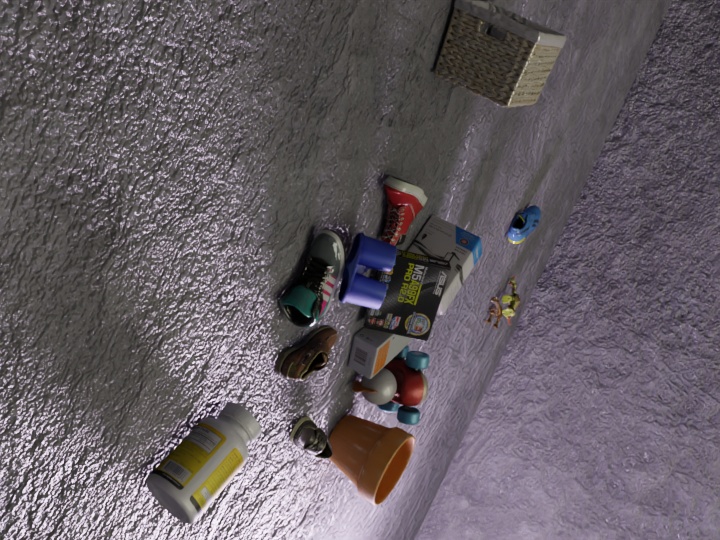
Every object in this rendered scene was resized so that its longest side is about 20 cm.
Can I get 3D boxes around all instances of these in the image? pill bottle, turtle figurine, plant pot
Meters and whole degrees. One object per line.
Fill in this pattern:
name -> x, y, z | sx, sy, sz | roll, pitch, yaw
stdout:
pill bottle -> -0.266, 0.329, 1.358 | 0.200, 0.111, 0.112 | -47, 152, -33
turtle figurine -> 0.581, 0.128, 2.974 | 0.161, 0.064, 0.202 | -26, 124, -65
plant pot -> 0.015, 0.475, 2.030 | 0.200, 0.182, 0.201 | -48, 154, -33

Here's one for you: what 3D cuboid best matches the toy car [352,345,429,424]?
toy car -> 0.056, 0.291, 2.014 | 0.199, 0.176, 0.186 | 4, 100, -35

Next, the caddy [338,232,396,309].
caddy -> 0.000, 0.000, 1.541 | 0.200, 0.104, 0.142 | -178, -75, -85

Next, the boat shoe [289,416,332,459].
boat shoe -> -0.109, 0.398, 1.832 | 0.073, 0.065, 0.200 | -57, 156, -10

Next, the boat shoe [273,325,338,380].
boat shoe -> -0.096, 0.179, 1.616 | 0.200, 0.068, 0.072 | -33, 142, -52

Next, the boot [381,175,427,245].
boot -> 0.076, -0.119, 1.669 | 0.145, 0.072, 0.200 | -62, 161, 1

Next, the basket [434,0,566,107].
basket -> 0.287, -0.448, 1.604 | 0.200, 0.197, 0.162 | -25, 141, -56

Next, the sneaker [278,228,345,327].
sneaker -> -0.095, 0.028, 1.447 | 0.121, 0.083, 0.201 | -47, 155, -54

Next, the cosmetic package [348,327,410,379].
cosmetic package -> 0.057, 0.171, 1.937 | 0.200, 0.071, 0.102 | -36, 145, -48

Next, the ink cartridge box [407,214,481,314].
ink cartridge box -> 0.189, -0.014, 1.921 | 0.201, 0.145, 0.084 | -55, 158, -19

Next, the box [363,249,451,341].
box -> 0.106, 0.056, 1.806 | 0.044, 0.159, 0.201 | -89, -166, -63

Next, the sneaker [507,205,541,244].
sneaker -> 0.571, -0.175, 2.680 | 0.200, 0.066, 0.079 | -46, 148, -35

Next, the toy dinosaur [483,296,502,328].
toy dinosaur -> 0.520, 0.164, 2.944 | 0.107, 0.060, 0.200 | -59, 157, -13
